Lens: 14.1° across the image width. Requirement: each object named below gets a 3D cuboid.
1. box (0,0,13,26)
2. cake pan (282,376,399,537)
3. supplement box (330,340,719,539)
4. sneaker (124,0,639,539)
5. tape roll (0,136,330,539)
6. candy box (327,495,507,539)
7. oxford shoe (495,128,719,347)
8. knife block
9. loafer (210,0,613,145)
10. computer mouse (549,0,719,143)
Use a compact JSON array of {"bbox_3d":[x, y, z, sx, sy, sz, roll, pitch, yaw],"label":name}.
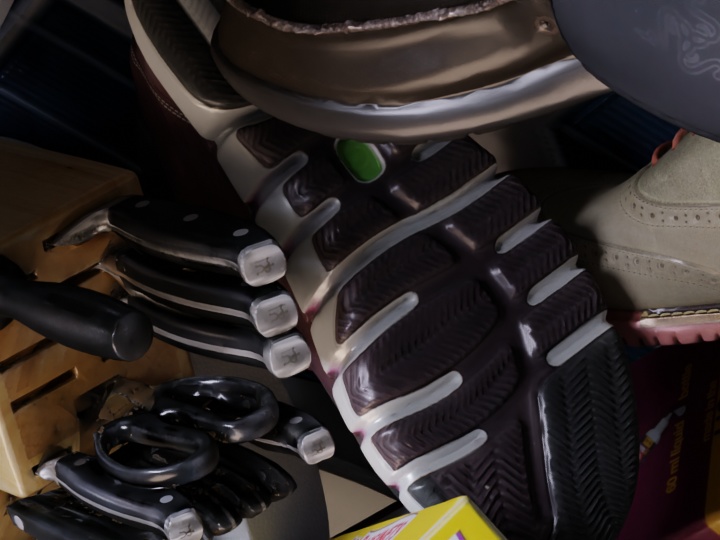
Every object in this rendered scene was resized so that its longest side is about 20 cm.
[{"bbox_3d":[-0.188,-0.113,0.641,0.199,0.200,0.172,12,148,16],"label":"box"},{"bbox_3d":[-0.014,0.098,1.031,0.199,0.037,0.201,16,149,10],"label":"cake pan"},{"bbox_3d":[0.082,0.106,0.890,0.110,0.086,0.200,36,132,-23],"label":"supplement box"},{"bbox_3d":[0.000,0.000,0.791,0.200,0.075,0.116,60,162,7],"label":"sneaker"},{"bbox_3d":[-0.096,0.051,0.931,0.202,0.037,0.203,29,139,28],"label":"tape roll"},{"bbox_3d":[0.029,0.111,0.765,0.102,0.026,0.200,50,164,-1],"label":"candy box"},{"bbox_3d":[0.105,-0.023,0.756,0.199,0.070,0.075,3,114,38],"label":"oxford shoe"},{"bbox_3d":[-0.095,0.000,0.782,0.200,0.064,0.176,51,146,15],"label":"knife block"},{"bbox_3d":[0.051,-0.082,0.680,0.199,0.073,0.072,-6,125,25],"label":"loafer"},{"bbox_3d":[0.139,-0.073,0.587,0.199,0.046,0.141,10,124,5],"label":"computer mouse"}]
